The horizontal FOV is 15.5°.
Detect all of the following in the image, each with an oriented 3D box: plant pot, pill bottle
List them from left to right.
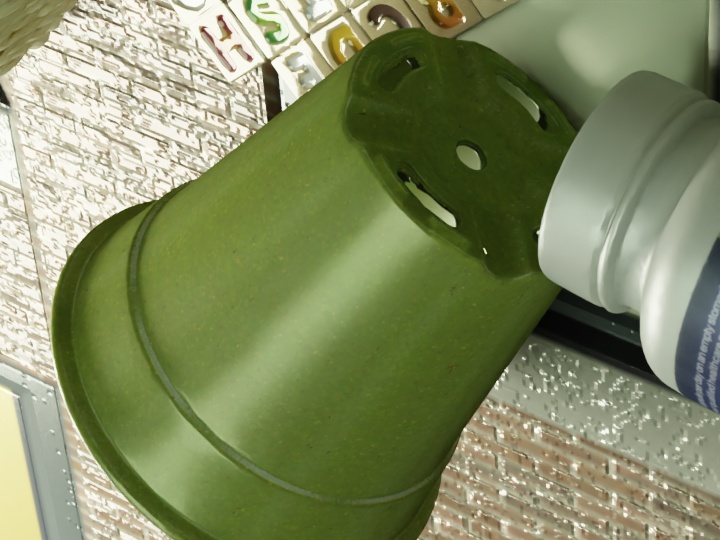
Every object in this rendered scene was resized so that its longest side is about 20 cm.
[{"bbox_3d":[0.000,0.000,1.113,0.200,0.200,0.190,45,130,2],"label":"plant pot"},{"bbox_3d":[0.172,0.007,0.979,0.200,0.120,0.120,28,140,22],"label":"pill bottle"}]

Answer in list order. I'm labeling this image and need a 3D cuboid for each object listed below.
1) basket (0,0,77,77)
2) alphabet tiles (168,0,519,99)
[{"bbox_3d":[-0.222,-0.147,1.156,0.161,0.200,0.198,49,144,-2],"label":"basket"},{"bbox_3d":[-0.033,-0.153,1.129,0.167,0.008,0.200,53,143,-9],"label":"alphabet tiles"}]
